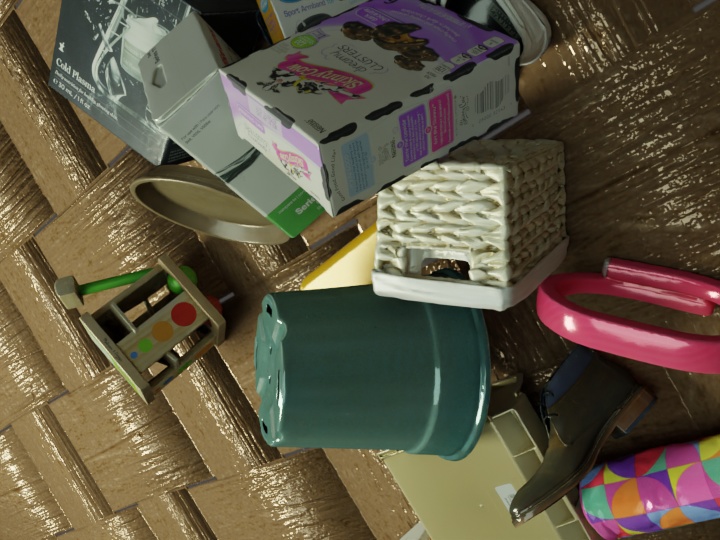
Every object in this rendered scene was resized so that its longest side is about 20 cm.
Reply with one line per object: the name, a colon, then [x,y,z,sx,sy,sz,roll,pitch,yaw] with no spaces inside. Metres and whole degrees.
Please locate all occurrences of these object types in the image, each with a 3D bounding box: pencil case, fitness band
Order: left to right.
fitness band: [0.261,0.036,0.659,0.199,0.143,0.038,13,115,26]
pencil case: [0.324,0.214,0.737,0.199,0.088,0.089,-29,94,34]

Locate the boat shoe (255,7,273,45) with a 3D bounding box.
boat shoe: [-0.052,-0.203,0.798,0.200,0.069,0.084,52,127,2]

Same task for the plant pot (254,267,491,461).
plant pot: [-0.001,0.097,0.739,0.200,0.194,0.202,180,90,-73]

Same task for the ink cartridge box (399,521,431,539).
ink cartridge box: [0.076,0.435,0.911,0.147,0.200,0.145,44,124,8]

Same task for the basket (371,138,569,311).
basket: [0.110,-0.054,0.687,0.135,0.200,0.124,6,107,29]

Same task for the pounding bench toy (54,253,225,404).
pounding bench toy: [-0.296,0.049,0.997,0.200,0.156,0.124,47,159,6]

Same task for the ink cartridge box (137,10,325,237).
ink cartridge box: [-0.122,-0.149,0.754,0.083,0.200,0.147,-39,45,11]

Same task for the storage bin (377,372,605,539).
storage bin: [0.155,0.248,0.849,0.198,0.094,0.201,-29,93,36]

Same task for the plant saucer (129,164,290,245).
plant saucer: [-0.177,-0.079,0.880,0.199,0.200,0.030,6,74,30]

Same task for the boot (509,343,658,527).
boot: [0.202,0.164,0.746,0.097,0.200,0.075,46,164,17]

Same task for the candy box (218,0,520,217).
candy box: [0.007,-0.154,0.623,0.168,0.199,0.072,42,154,40]

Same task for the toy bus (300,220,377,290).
toy bus: [0.000,0.000,0.847,0.200,0.078,0.065,-36,89,37]

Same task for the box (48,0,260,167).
box: [-0.244,-0.263,0.860,0.199,0.124,0.197,36,123,14]

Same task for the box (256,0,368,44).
box: [-0.023,-0.227,0.736,0.201,0.118,0.041,68,159,-5]

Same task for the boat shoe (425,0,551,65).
boat shoe: [0.089,-0.263,0.670,0.200,0.065,0.074,39,126,11]
